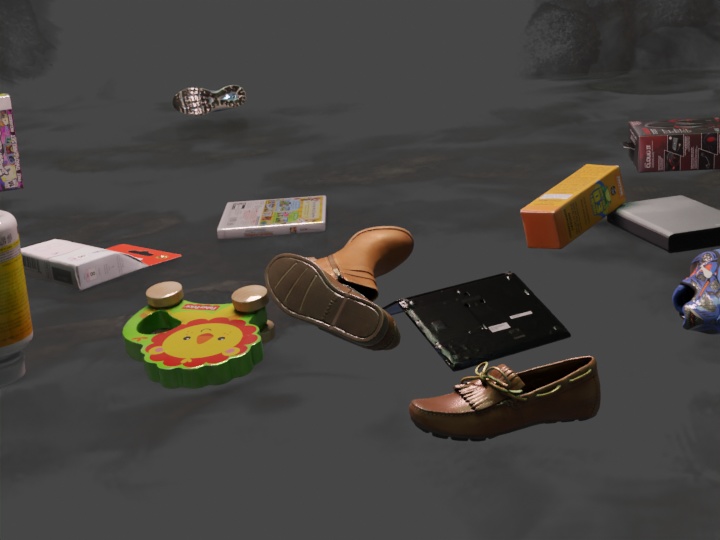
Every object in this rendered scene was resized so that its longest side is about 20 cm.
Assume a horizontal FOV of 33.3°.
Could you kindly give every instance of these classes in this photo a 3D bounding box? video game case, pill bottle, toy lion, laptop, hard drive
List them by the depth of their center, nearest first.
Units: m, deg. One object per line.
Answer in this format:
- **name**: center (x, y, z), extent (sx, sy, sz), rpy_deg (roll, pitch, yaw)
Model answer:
- **pill bottle**: center (-0.452, 0.035, 1.434), extent (0.109, 0.200, 0.109), rpy_deg (-4, 17, 1)
- **toy lion**: center (-0.205, 0.085, 1.471), extent (0.200, 0.069, 0.192), rpy_deg (3, 26, 22)
- **laptop**: center (0.125, 0.072, 1.506), extent (0.177, 0.103, 0.200), rpy_deg (-14, 45, -28)
- **hard drive**: center (0.487, -0.073, 1.855), extent (0.139, 0.033, 0.200), rpy_deg (-8, 17, -14)
- **video game case**: center (-0.150, -0.093, 2.095), extent (0.182, 0.023, 0.200), rpy_deg (-4, 16, 0)
- **video game case**: center (-0.797, -0.253, 2.474), extent (0.181, 0.200, 0.036), rpy_deg (-10, 20, -21)

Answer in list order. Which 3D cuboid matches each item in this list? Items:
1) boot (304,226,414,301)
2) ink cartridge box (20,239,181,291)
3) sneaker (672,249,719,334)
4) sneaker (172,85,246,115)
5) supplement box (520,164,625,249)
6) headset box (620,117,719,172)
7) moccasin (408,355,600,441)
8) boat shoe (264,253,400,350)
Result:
- **boot**: center (0.000, 0.000, 1.650), extent (0.200, 0.077, 0.155), rpy_deg (-11, 16, -15)
- **ink cartridge box**: center (-0.411, -0.027, 1.896), extent (0.162, 0.057, 0.200), rpy_deg (11, 27, 41)
- **sneaker**: center (0.423, 0.024, 1.488), extent (0.078, 0.075, 0.200), rpy_deg (-5, 15, 10)
- **sneaker**: center (-0.420, -0.462, 3.335), extent (0.200, 0.079, 0.090), rpy_deg (-6, -2, -17)
- **supplement box**: center (0.332, -0.101, 1.869), extent (0.069, 0.067, 0.200), rpy_deg (2, 26, 42)
- **headset box**: center (0.602, -0.241, 2.309), extent (0.200, 0.075, 0.149), rpy_deg (-2, 17, 6)
- **moccasin**: center (0.146, 0.123, 1.210), extent (0.201, 0.078, 0.074), rpy_deg (-7, 17, -8)
- **boat shoe**: center (-0.037, 0.047, 1.488), extent (0.200, 0.072, 0.068), rpy_deg (34, -2, 35)
